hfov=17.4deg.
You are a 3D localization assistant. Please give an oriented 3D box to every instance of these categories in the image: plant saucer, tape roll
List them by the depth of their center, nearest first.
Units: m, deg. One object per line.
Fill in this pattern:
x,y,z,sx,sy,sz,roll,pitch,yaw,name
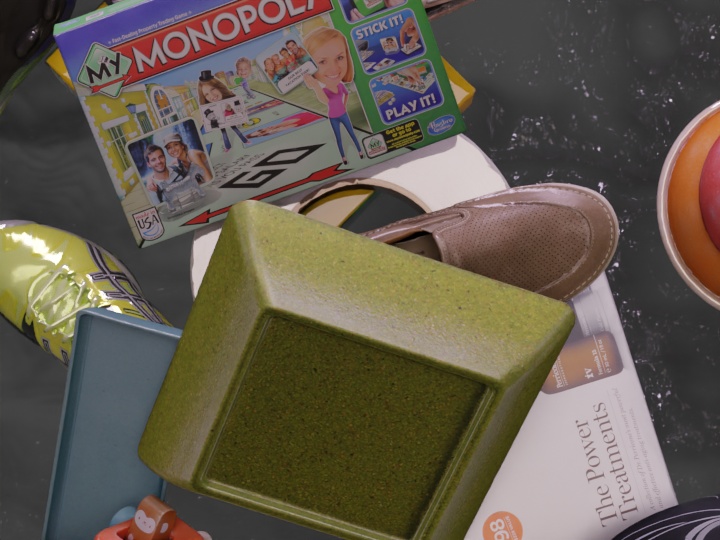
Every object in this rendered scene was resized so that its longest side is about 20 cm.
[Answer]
-0.007,0.078,1.300,0.199,0.048,0.200,18,124,-8,plant saucer
-0.143,0.106,1.376,0.070,0.019,0.200,15,124,2,plant saucer
0.000,0.000,1.376,0.202,0.037,0.203,0,88,-2,tape roll

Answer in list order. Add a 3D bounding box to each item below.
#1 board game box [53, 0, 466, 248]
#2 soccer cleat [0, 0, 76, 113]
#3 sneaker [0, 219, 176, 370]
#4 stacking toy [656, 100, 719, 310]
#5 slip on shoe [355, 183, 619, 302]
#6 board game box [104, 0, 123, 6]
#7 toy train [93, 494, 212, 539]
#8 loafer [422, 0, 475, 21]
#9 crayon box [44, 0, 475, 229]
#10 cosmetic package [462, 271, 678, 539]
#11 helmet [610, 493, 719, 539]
-0.056,-0.108,1.323,0.200,0.029,0.135,-20,109,2,board game box
-0.238,-0.116,1.432,0.065,0.084,0.200,39,107,-8,soccer cleat
-0.151,0.034,1.409,0.200,0.076,0.075,35,86,3,sneaker
0.252,-0.046,1.349,0.146,0.200,0.147,0,85,1,stacking toy
0.051,-0.003,1.329,0.199,0.061,0.076,-10,87,-2,slip on shoe
-0.130,-0.215,1.411,0.105,0.023,0.200,-37,58,-1,board game box
-0.101,0.186,1.291,0.200,0.150,0.056,36,126,39,toy train
-0.011,-0.136,1.371,0.200,0.072,0.063,-37,93,-6,loafer
-0.060,-0.115,1.430,0.200,0.058,0.173,45,86,3,crayon box
0.092,0.077,1.417,0.150,0.052,0.200,-18,85,2,cosmetic package
0.198,0.234,1.332,0.191,0.200,0.200,-37,85,21,helmet
